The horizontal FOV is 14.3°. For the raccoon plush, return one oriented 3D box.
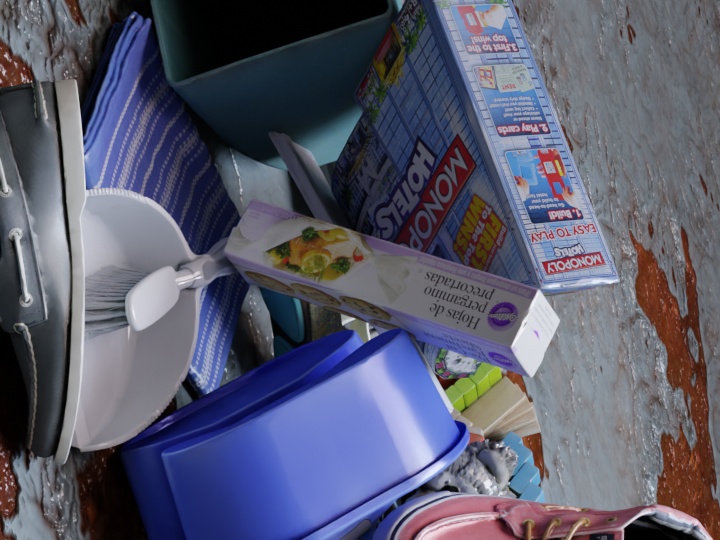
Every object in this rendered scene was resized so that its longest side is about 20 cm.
[{"bbox_3d":[0.063,0.157,1.766,0.200,0.097,0.134,-8,109,-79],"label":"raccoon plush"}]

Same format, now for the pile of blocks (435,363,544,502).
[{"bbox_3d":[0.087,0.117,1.981,0.062,0.082,0.200,75,-3,-65],"label":"pile of blocks"}]

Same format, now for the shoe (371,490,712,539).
[{"bbox_3d":[0.106,0.160,1.636,0.200,0.091,0.072,5,80,-39],"label":"shoe"}]

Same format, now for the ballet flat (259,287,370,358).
[{"bbox_3d":[-0.026,0.029,1.771,0.071,0.071,0.200,-79,165,-46],"label":"ballet flat"}]

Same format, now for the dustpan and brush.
[{"bbox_3d":[-0.114,0.009,1.619,0.200,0.057,0.140,-39,120,-69],"label":"dustpan and brush"}]

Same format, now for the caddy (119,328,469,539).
[{"bbox_3d":[-0.035,0.112,1.604,0.200,0.141,0.105,-28,101,-23],"label":"caddy"}]

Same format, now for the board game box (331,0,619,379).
[{"bbox_3d":[0.062,-0.034,1.675,0.062,0.200,0.200,-5,52,-34],"label":"board game box"}]

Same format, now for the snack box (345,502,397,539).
[{"bbox_3d":[-0.049,0.203,1.608,0.200,0.116,0.037,-72,144,-53],"label":"snack box"}]

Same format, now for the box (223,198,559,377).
[{"bbox_3d":[0.015,0.008,1.617,0.039,0.200,0.041,-62,149,-16],"label":"box"}]

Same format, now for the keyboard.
[{"bbox_3d":[0.000,0.000,1.745,0.200,0.011,0.056,61,10,24],"label":"keyboard"}]

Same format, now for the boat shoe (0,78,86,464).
[{"bbox_3d":[-0.174,0.001,1.494,0.073,0.062,0.200,-157,-114,-80],"label":"boat shoe"}]

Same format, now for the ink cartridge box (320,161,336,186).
[{"bbox_3d":[0.014,-0.104,2.005,0.200,0.057,0.163,15,55,-62],"label":"ink cartridge box"}]

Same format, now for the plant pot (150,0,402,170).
[{"bbox_3d":[-0.035,-0.150,1.792,0.200,0.141,0.142,56,18,-62],"label":"plant pot"}]

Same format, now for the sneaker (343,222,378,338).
[{"bbox_3d":[-0.004,0.028,1.869,0.200,0.075,0.116,3,80,-75],"label":"sneaker"}]

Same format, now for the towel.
[{"bbox_3d":[-0.112,-0.038,1.710,0.145,0.024,0.200,-75,147,-48],"label":"towel"}]
